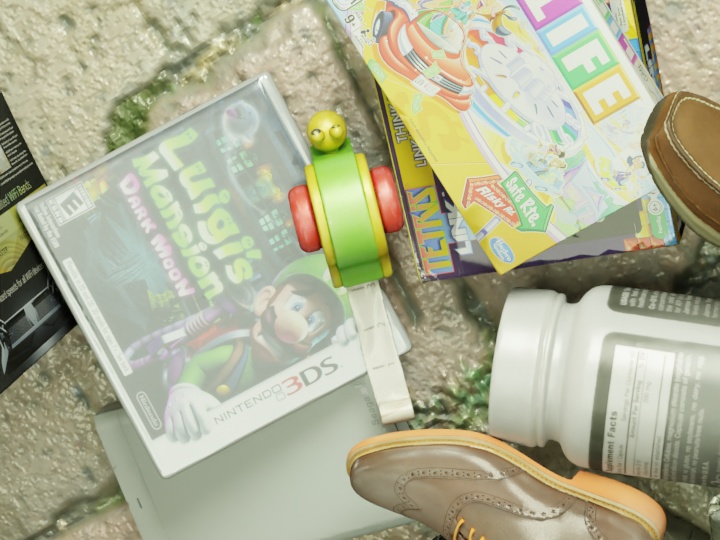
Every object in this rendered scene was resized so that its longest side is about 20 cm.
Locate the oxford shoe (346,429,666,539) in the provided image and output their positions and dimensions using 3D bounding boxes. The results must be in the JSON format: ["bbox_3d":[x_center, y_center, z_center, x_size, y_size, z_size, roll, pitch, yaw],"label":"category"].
[{"bbox_3d":[0.081,0.151,1.265,0.200,0.073,0.071,13,139,12],"label":"oxford shoe"}]

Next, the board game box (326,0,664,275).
[{"bbox_3d":[0.086,-0.115,1.211,0.134,0.034,0.200,-30,99,21],"label":"board game box"}]

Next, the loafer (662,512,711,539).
[{"bbox_3d":[0.237,0.228,1.331,0.200,0.072,0.063,33,119,-2],"label":"loafer"}]

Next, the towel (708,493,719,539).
[{"bbox_3d":[0.286,0.123,1.212,0.200,0.193,0.035,-35,55,-8],"label":"towel"}]

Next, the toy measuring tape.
[{"bbox_3d":[0.000,0.000,1.275,0.073,0.074,0.200,-12,94,17],"label":"toy measuring tape"}]

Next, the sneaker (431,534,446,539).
[{"bbox_3d":[0.040,0.204,1.353,0.099,0.071,0.200,13,116,-15],"label":"sneaker"}]

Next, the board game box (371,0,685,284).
[{"bbox_3d":[0.098,-0.103,1.261,0.165,0.057,0.200,-8,106,18],"label":"board game box"}]

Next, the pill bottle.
[{"bbox_3d":[0.184,0.070,1.265,0.200,0.114,0.114,8,109,11],"label":"pill bottle"}]

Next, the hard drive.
[{"bbox_3d":[-0.064,0.127,1.390,0.200,0.026,0.132,-17,103,18],"label":"hard drive"}]

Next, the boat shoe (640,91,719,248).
[{"bbox_3d":[0.249,-0.037,1.175,0.200,0.076,0.074,35,150,-20],"label":"boat shoe"}]

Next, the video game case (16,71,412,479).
[{"bbox_3d":[-0.092,0.004,1.320,0.182,0.023,0.200,-28,94,2],"label":"video game case"}]

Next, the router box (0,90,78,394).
[{"bbox_3d":[-0.247,-0.011,1.294,0.052,0.200,0.158,-20,101,20],"label":"router box"}]
